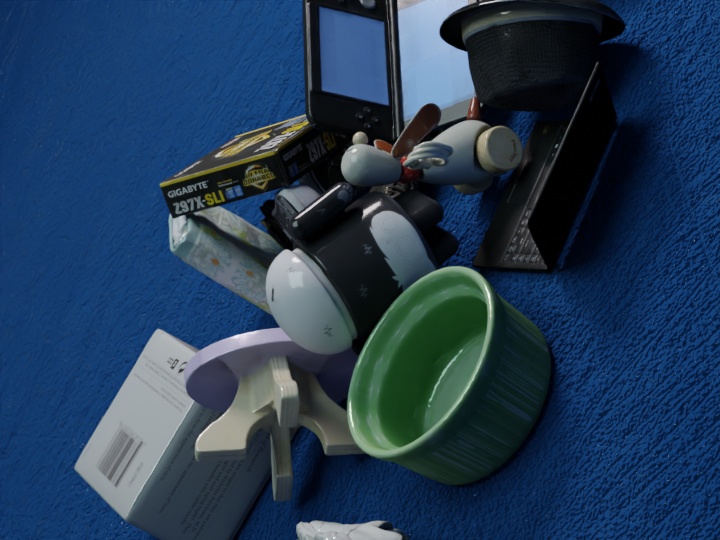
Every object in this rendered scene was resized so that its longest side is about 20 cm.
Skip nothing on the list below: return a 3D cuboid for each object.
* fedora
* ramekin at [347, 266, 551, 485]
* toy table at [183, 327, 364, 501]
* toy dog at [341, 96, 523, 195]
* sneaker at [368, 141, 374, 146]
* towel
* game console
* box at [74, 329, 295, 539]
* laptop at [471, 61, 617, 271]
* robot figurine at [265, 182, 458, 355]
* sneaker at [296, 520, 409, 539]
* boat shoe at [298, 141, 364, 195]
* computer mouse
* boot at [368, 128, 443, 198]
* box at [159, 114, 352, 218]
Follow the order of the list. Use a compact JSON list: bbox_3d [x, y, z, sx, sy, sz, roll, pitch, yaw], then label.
[{"bbox_3d":[0.175,-0.217,1.712,0.200,0.200,0.092,-11,74,53],"label":"fedora"},{"bbox_3d":[0.088,0.106,1.579,0.200,0.098,0.200,-38,35,32],"label":"ramekin"},{"bbox_3d":[-0.080,0.143,1.730,0.199,0.184,0.117,-10,49,0],"label":"toy table"},{"bbox_3d":[0.076,-0.137,1.728,0.132,0.200,0.097,-21,73,39],"label":"toy dog"},{"bbox_3d":[0.058,-0.216,1.932,0.088,0.074,0.201,-81,14,-70],"label":"sneaker"},{"bbox_3d":[-0.144,-0.019,1.951,0.048,0.171,0.200,-57,16,12],"label":"towel"},{"bbox_3d":[0.035,-0.254,1.851,0.118,0.170,0.201,-42,44,53],"label":"game console"},{"bbox_3d":[-0.200,0.198,1.897,0.200,0.131,0.199,-59,29,-4],"label":"box"},{"bbox_3d":[0.173,-0.099,1.644,0.200,0.103,0.178,4,65,58],"label":"laptop"},{"bbox_3d":[-0.001,-0.002,1.683,0.200,0.150,0.125,-34,-10,-12],"label":"robot figurine"},{"bbox_3d":[-0.004,0.276,1.593,0.200,0.099,0.078,166,94,-76],"label":"sneaker"},{"bbox_3d":[-0.025,-0.120,1.973,0.071,0.072,0.200,-44,19,18],"label":"boat shoe"},{"bbox_3d":[-0.065,-0.055,1.890,0.044,0.110,0.200,-38,-3,-15],"label":"computer mouse"},{"bbox_3d":[0.046,-0.099,1.845,0.174,0.069,0.200,-56,17,-26],"label":"boot"},{"bbox_3d":[-0.116,-0.128,1.916,0.159,0.050,0.200,-12,15,27],"label":"box"}]
